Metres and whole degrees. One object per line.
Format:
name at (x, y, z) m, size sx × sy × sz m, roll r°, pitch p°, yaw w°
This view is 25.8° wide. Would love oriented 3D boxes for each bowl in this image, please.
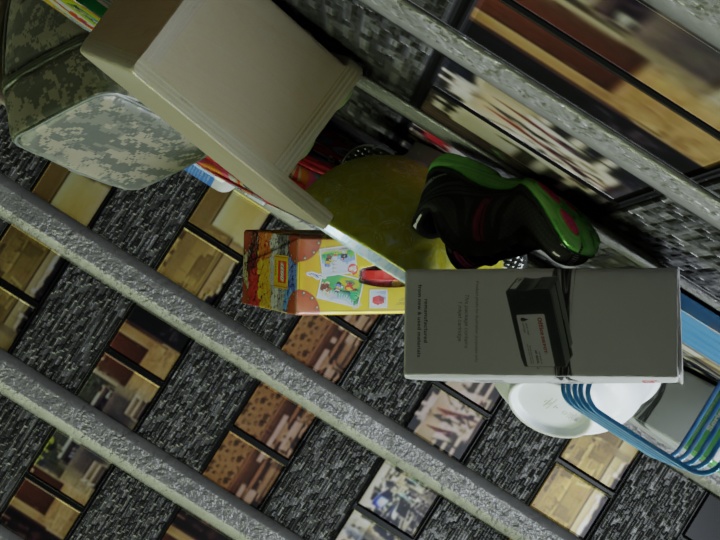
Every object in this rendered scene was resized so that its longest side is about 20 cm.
bowl at (0.052, -0.046, 1.373) m, size 0.200 × 0.108 × 0.200 m, roll 32°, pitch 178°, yaw 2°
bowl at (0.216, 0.115, 1.683) m, size 0.201 × 0.090 × 0.201 m, roll 18°, pitch 143°, yaw 14°

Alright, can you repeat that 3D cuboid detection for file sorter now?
file sorter at (0.260, 0.092, 1.359) m, size 0.139 × 0.123 × 0.200 m, roll 33°, pitch 178°, yaw 3°

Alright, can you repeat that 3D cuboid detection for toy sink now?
toy sink at (-0.085, -0.140, 1.174) m, size 0.200 × 0.112 × 0.130 m, roll 39°, pitch 175°, yaw -28°

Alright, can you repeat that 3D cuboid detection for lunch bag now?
lunch bag at (-0.081, -0.110, 1.617) m, size 0.200 × 0.082 × 0.176 m, roll 28°, pitch -164°, yaw 21°
lunch bag at (-0.239, -0.190, 1.487) m, size 0.200 × 0.139 × 0.168 m, roll 19°, pitch -129°, yaw -52°

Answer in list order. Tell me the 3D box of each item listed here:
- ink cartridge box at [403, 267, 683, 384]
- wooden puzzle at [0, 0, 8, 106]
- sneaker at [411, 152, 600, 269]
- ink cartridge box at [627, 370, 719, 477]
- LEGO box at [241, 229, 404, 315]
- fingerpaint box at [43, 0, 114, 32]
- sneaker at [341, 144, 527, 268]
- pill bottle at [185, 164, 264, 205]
ink cartridge box at (0.142, 0.043, 1.189) m, size 0.200 × 0.084 × 0.145 m, roll 0°, pitch 176°, yaw 11°
wooden puzzle at (-0.283, -0.222, 1.574) m, size 0.046 × 0.185 × 0.200 m, roll -6°, pitch 152°, yaw 35°
sneaker at (0.109, -0.030, 1.206) m, size 0.077 × 0.084 × 0.200 m, roll 32°, pitch 176°, yaw -32°
ink cartridge box at (0.393, 0.176, 1.847) m, size 0.146 × 0.084 × 0.200 m, roll 34°, pitch 177°, yaw -41°
LEGO box at (0.000, 0.000, 1.568) m, size 0.200 × 0.077 × 0.149 m, roll 0°, pitch -176°, yaw -25°
fingerpaint box at (-0.169, -0.209, 1.314) m, size 0.200 × 0.073 × 0.167 m, roll 34°, pitch 176°, yaw -29°
sneaker at (0.077, -0.058, 1.496) m, size 0.200 × 0.074 × 0.080 m, roll 36°, pitch -167°, yaw 8°
pill bottle at (-0.186, -0.168, 1.991) m, size 0.200 × 0.112 × 0.112 m, roll 33°, pitch 178°, yaw -3°
